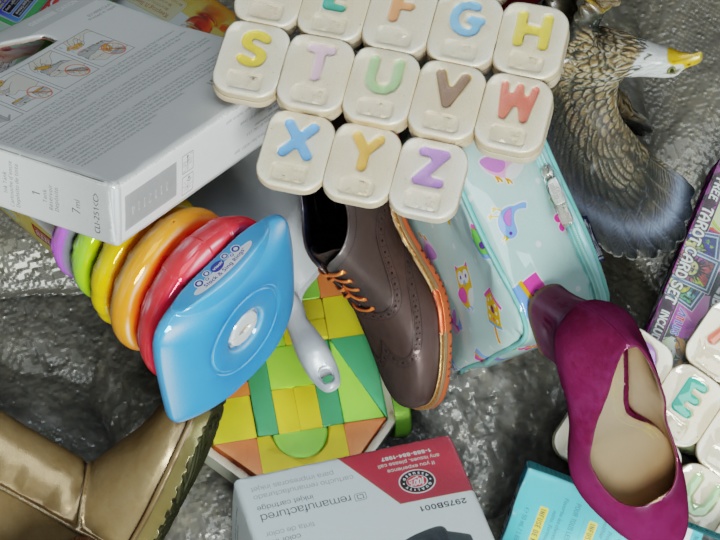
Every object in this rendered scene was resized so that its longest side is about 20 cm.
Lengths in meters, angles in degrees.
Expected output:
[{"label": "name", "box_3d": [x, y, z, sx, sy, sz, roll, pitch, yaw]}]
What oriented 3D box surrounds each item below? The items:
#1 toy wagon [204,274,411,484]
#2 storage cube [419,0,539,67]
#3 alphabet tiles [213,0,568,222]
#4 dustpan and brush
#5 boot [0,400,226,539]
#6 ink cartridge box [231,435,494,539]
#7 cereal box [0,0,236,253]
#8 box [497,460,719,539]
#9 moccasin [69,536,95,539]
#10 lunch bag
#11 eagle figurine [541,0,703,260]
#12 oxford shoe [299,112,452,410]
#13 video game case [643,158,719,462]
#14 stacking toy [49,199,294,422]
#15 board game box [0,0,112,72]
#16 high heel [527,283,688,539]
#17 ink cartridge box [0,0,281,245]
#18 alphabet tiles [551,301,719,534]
[{"label": "toy wagon", "box_3d": [-0.055, 0.047, 1.364, 0.154, 0.040, 0.202, -8, 71, -10]}, {"label": "storage cube", "box_3d": [0.051, -0.261, 1.405, 0.171, 0.200, 0.180, 39, 71, 16]}, {"label": "alphabet tiles", "box_3d": [0.018, -0.126, 1.234, 0.198, 0.015, 0.197, 12, 66, 9]}, {"label": "dustpan and brush", "box_3d": [-0.061, -0.004, 1.333, 0.139, 0.057, 0.200, -27, 47, -6]}, {"label": "boot", "box_3d": [-0.202, 0.105, 1.289, 0.199, 0.066, 0.176, 27, 91, 3]}, {"label": "ink cartridge box", "box_3d": [0.018, 0.209, 1.247, 0.144, 0.083, 0.201, -11, 45, -14]}, {"label": "cereal box", "box_3d": [-0.157, -0.103, 1.378, 0.200, 0.040, 0.144, -42, 56, -18]}, {"label": "box", "box_3d": [0.183, 0.194, 1.317, 0.198, 0.049, 0.083, 20, 91, 3]}, {"label": "moccasin", "box_3d": [-0.227, 0.233, 1.233, 0.201, 0.078, 0.074, -33, 80, 7]}, {"label": "lunch bag", "box_3d": [0.079, -0.026, 1.313, 0.077, 0.200, 0.162, -20, 85, -15]}, {"label": "eagle figurine", "box_3d": [0.146, -0.118, 1.347, 0.150, 0.201, 0.152, 23, 51, 28]}, {"label": "oxford shoe", "box_3d": [0.000, 0.000, 1.300, 0.072, 0.071, 0.202, -28, 106, -40]}, {"label": "video game case", "box_3d": [0.283, 0.048, 1.408, 0.180, 0.036, 0.201, 26, 69, 2]}, {"label": "stacking toy", "box_3d": [-0.142, -0.016, 1.261, 0.199, 0.110, 0.116, 34, 62, 24]}, {"label": "board game box", "box_3d": [-0.263, -0.152, 1.390, 0.134, 0.029, 0.201, 26, 68, 26]}, {"label": "high heel", "box_3d": [0.158, 0.101, 1.215, 0.067, 0.096, 0.201, -37, 118, -9]}, {"label": "ink cartridge box", "box_3d": [-0.159, -0.098, 1.271, 0.175, 0.045, 0.200, 19, 34, 25]}, {"label": "alphabet tiles", "box_3d": [0.227, 0.130, 1.350, 0.199, 0.015, 0.196, 35, 86, 3]}]
